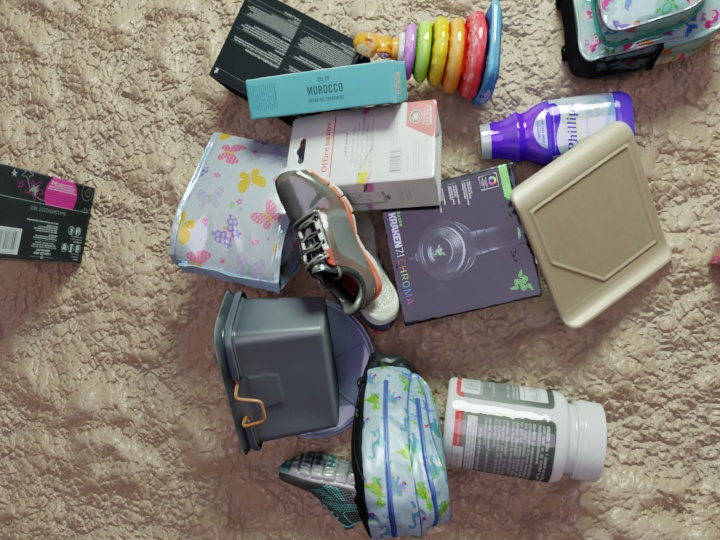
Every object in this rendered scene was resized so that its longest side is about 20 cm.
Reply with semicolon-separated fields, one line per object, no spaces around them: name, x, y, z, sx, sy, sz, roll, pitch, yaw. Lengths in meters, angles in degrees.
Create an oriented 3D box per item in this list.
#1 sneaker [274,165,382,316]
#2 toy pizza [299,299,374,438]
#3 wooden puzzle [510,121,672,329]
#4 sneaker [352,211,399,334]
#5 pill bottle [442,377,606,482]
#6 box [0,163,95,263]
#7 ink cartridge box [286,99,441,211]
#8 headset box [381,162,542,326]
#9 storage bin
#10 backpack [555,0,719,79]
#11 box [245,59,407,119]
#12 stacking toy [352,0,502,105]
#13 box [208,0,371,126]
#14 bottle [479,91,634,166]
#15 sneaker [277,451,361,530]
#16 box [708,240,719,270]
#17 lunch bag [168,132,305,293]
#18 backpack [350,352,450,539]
sneaker;-0.042;-0.034;0.692;0.076;0.082;0.202;-30;102;32
toy pizza;-0.070;0.144;0.846;0.194;0.032;0.207;0;90;12
wooden puzzle;0.296;-0.056;0.729;0.183;0.037;0.203;-33;106;-9
sneaker;0.000;0.000;0.820;0.073;0.085;0.204;-15;61;-6
pill bottle;0.208;0.211;0.745;0.194;0.114;0.118;6;90;12
box;-0.522;-0.087;0.859;0.112;0.200;0.136;12;91;13
ink cartridge box;0.006;-0.145;0.745;0.194;0.068;0.120;-2;65;15
headset box;0.141;-0.033;0.776;0.194;0.093;0.179;-12;87;10
storage bin;-0.100;0.132;0.746;0.130;0.147;0.205;-7;117;2
backpack;0.363;-0.353;0.717;0.194;0.151;0.183;-6;86;6
box;-0.042;-0.233;0.737;0.194;0.082;0.051;-2;108;17
stacking toy;0.086;-0.294;0.764;0.194;0.116;0.113;5;87;-1
box;-0.102;-0.297;0.840;0.197;0.079;0.143;30;93;10
bottle;0.260;-0.186;0.769;0.194;0.065;0.086;-4;89;11
sneaker;-0.028;0.322;0.814;0.194;0.077;0.094;8;94;13
box;0.554;-0.010;0.688;0.196;0.095;0.105;27;94;11
lunch bag;-0.157;-0.073;0.800;0.165;0.128;0.204;10;60;10
backpack;0.046;0.229;0.709;0.149;0.201;0.168;6;116;15
